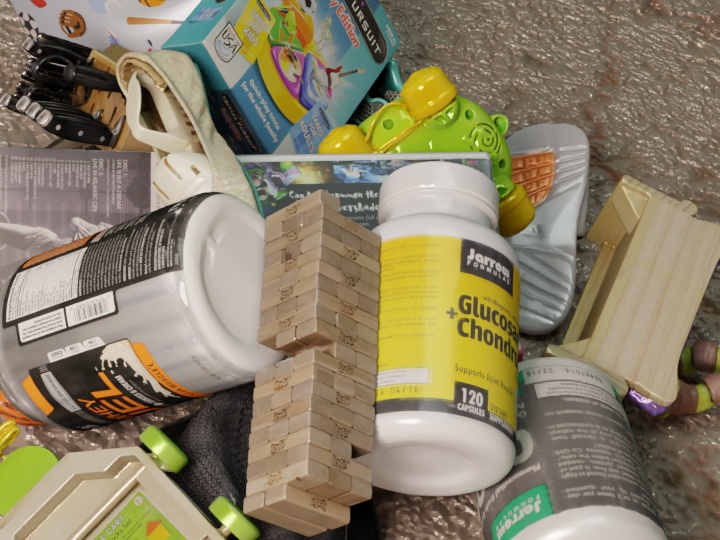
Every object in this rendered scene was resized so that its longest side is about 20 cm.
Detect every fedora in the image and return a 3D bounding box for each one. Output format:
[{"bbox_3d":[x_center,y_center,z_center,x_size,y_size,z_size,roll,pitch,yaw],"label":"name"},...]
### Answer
[{"bbox_3d":[-0.068,0.139,1.009,0.200,0.092,0.201,7,39,-6],"label":"fedora"}]

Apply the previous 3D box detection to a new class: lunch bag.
[{"bbox_3d":[-0.176,-0.236,1.319,0.200,0.170,0.124,-10,29,33],"label":"lunch bag"}]

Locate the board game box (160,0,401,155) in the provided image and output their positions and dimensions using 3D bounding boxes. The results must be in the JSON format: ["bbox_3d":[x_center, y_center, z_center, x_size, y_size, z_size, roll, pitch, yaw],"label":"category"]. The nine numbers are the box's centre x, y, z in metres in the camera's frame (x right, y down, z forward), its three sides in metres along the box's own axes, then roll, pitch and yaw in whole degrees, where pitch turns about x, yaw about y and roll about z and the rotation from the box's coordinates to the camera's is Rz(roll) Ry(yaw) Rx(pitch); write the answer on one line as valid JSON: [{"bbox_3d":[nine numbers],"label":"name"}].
[{"bbox_3d":[-0.056,-0.178,1.266,0.047,0.151,0.200,-1,43,37],"label":"board game box"}]

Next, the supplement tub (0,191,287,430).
[{"bbox_3d":[-0.150,0.033,1.031,0.200,0.123,0.123,-18,26,32],"label":"supplement tub"}]

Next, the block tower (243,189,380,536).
[{"bbox_3d":[-0.027,0.054,0.962,0.058,0.054,0.200,28,51,-38],"label":"block tower"}]

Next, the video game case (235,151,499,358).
[{"bbox_3d":[0.000,0.000,1.120,0.200,0.023,0.182,-1,64,-5],"label":"video game case"}]

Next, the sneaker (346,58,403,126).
[{"bbox_3d":[0.028,-0.104,1.335,0.078,0.091,0.200,-5,43,-25],"label":"sneaker"}]

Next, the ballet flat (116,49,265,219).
[{"bbox_3d":[-0.125,-0.077,1.110,0.062,0.067,0.200,6,43,-36],"label":"ballet flat"}]

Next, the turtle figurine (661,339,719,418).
[{"bbox_3d":[0.303,0.071,1.219,0.161,0.064,0.200,1,48,-3],"label":"turtle figurine"}]

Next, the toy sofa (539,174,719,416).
[{"bbox_3d":[0.197,0.034,1.188,0.098,0.083,0.200,26,52,3],"label":"toy sofa"}]

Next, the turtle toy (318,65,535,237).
[{"bbox_3d":[0.028,-0.061,1.227,0.200,0.146,0.101,-34,14,3],"label":"turtle toy"}]

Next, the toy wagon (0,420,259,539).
[{"bbox_3d":[-0.158,0.164,0.943,0.155,0.040,0.200,-45,59,-7],"label":"toy wagon"}]

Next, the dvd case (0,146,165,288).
[{"bbox_3d":[-0.230,-0.014,1.140,0.200,0.016,0.149,1,83,-14],"label":"dvd case"}]

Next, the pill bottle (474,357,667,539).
[{"bbox_3d":[0.134,0.160,1.024,0.113,0.113,0.200,3,39,-11],"label":"pill bottle"}]

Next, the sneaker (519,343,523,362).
[{"bbox_3d":[0.018,0.051,1.156,0.200,0.074,0.087,-4,48,-13],"label":"sneaker"}]

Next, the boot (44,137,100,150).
[{"bbox_3d":[-0.196,-0.033,1.205,0.151,0.073,0.200,26,32,17],"label":"boot"}]

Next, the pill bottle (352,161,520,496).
[{"bbox_3d":[0.046,0.035,1.028,0.112,0.112,0.200,8,61,-6],"label":"pill bottle"}]

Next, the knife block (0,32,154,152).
[{"bbox_3d":[-0.165,-0.116,1.215,0.200,0.064,0.176,23,13,-9],"label":"knife block"}]

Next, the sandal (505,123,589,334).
[{"bbox_3d":[0.145,-0.028,1.311,0.079,0.059,0.207,2,58,12],"label":"sandal"}]
